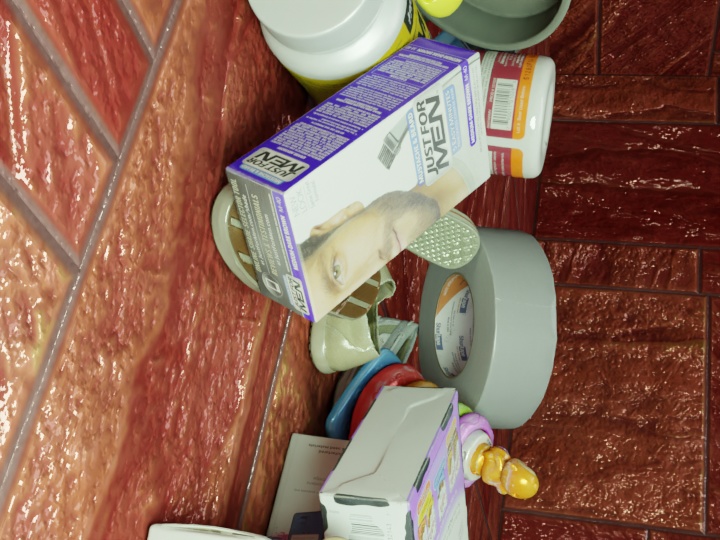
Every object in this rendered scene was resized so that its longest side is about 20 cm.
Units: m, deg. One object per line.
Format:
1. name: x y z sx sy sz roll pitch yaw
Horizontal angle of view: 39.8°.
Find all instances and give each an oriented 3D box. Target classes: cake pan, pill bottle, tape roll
1. cake pan: 0.097 -0.278 0.828 0.037 0.199 0.201 -49 148 -26
2. pill bottle: -0.011 -0.188 0.765 0.200 0.113 0.115 30 65 -74
3. tape roll: 0.122 0.057 0.993 0.200 0.066 0.202 -176 -90 -72
4. pill bottle: 0.072 -0.149 0.910 0.110 0.198 0.111 9 90 -76

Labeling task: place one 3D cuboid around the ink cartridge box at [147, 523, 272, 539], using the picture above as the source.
1. ink cartridge box: -0.081 0.259 0.665 0.200 0.084 0.147 58 38 -63

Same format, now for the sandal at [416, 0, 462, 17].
1. sandal: 0.043 -0.291 0.750 0.200 0.087 0.080 44 47 -31

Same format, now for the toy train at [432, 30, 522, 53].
1. toy train: 0.090 -0.203 1.030 0.087 0.200 0.114 49 23 -3

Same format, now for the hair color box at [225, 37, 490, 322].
1. hair color box: 0.007 -0.069 0.700 0.200 0.065 0.110 -39 135 -29

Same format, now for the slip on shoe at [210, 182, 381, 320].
1. slip on shoe: -0.056 -0.017 0.755 0.200 0.060 0.077 27 87 -55

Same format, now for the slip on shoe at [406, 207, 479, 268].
1. slip on shoe: 0.026 -0.069 0.906 0.199 0.074 0.061 30 20 -31

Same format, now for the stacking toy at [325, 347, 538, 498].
1. stacking toy: 0.077 0.157 0.900 0.110 0.199 0.116 -51 135 -25

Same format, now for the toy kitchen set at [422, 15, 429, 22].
1. toy kitchen set: 0.046 -0.347 1.013 0.181 0.162 0.200 64 18 -3

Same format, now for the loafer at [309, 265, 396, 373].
1. loafer: 0.000 0.000 0.941 0.076 0.068 0.202 43 52 -71

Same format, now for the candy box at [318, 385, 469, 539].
1. candy box: 0.035 0.220 0.792 0.168 0.071 0.202 -50 138 -63

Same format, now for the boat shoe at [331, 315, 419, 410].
1. boat shoe: 0.014 0.132 1.033 0.075 0.064 0.203 78 21 -46

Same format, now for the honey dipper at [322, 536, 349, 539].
1. honey dipper: -0.040 0.232 0.584 0.200 0.038 0.038 -55 146 -62

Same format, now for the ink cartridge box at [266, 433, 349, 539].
1. ink cartridge box: -0.029 0.267 0.863 0.146 0.087 0.201 74 26 -52
